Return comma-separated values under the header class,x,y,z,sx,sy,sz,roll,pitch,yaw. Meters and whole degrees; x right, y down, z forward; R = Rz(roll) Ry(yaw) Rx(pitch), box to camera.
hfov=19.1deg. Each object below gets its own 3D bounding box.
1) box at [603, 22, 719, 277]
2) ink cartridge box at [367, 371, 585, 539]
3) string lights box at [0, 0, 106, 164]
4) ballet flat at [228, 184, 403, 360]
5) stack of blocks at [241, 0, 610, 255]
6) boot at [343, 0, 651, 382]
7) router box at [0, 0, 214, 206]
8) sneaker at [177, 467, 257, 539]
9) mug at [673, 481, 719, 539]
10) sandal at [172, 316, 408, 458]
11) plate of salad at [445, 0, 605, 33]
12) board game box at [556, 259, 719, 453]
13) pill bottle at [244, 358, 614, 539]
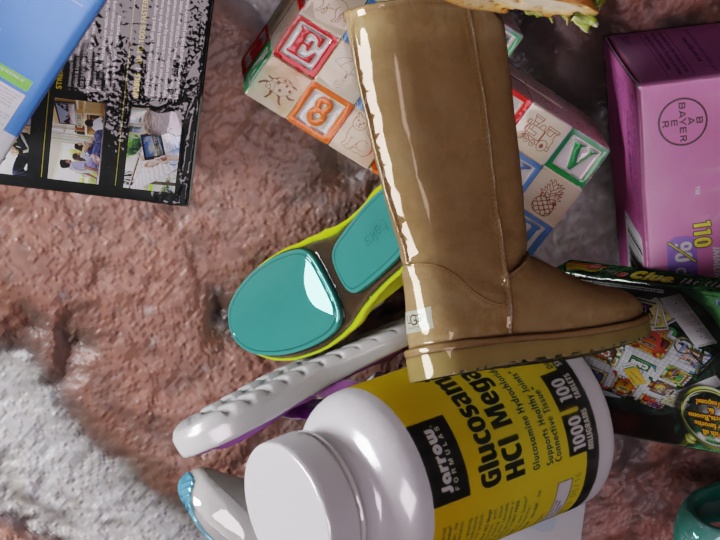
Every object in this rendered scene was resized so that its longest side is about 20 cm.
class,x,y,z,sx,sy,sz,roll,pitch,yaw
box,0.254,-0.054,1.264,0.199,0.097,0.176,-7,114,-3
ink cartridge box,0.052,0.177,1.293,0.160,0.200,0.047,27,136,-16
string lights box,-0.184,-0.164,1.138,0.103,0.059,0.200,32,107,-15
ballet flat,0.000,0.000,1.257,0.200,0.067,0.067,-35,73,47
stack of blocks,0.045,-0.107,1.241,0.200,0.059,0.115,31,108,-17
boot,0.080,-0.048,1.164,0.175,0.066,0.200,-6,86,-43
router box,-0.158,-0.144,1.209,0.149,0.051,0.200,7,112,-6
sneaker,-0.023,0.163,1.349,0.200,0.077,0.081,27,101,-23
mug,0.301,0.157,1.351,0.185,0.114,0.152,40,105,-19
sandal,-0.018,0.074,1.279,0.202,0.082,0.050,-24,94,-20
plate of salad,0.073,-0.170,1.140,0.200,0.200,0.048,-1,117,-5
board game box,0.200,0.054,1.207,0.023,0.200,0.105,-27,116,-44
pill bottle,0.039,0.110,1.228,0.200,0.112,0.113,-18,118,-33
